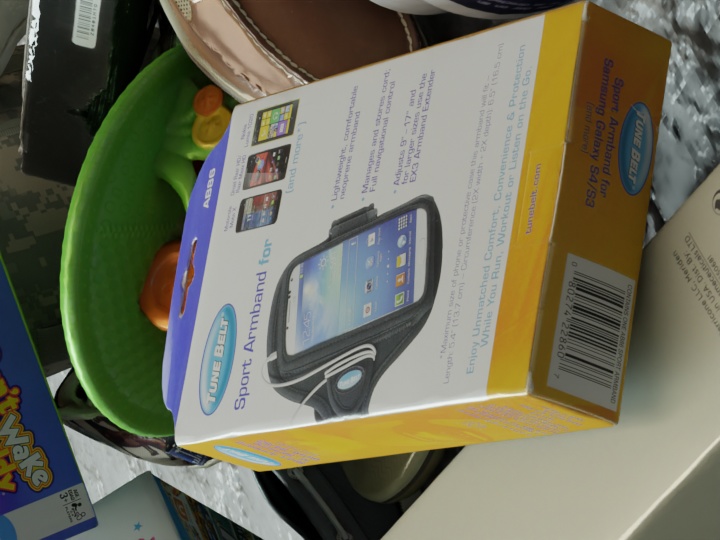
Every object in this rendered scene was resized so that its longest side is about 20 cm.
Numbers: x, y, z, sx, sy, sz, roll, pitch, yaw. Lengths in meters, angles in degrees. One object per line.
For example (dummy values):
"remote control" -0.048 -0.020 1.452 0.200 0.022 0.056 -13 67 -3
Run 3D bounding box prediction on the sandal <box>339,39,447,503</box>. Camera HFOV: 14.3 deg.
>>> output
"sandal" 0.000 -0.001 1.137 0.080 0.057 0.201 37 134 51

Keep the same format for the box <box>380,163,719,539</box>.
"box" 0.089 0.059 0.858 0.200 0.082 0.068 -49 53 31

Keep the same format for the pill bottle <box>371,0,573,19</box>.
"pill bottle" 0.055 -0.139 0.873 0.200 0.111 0.111 -21 84 66

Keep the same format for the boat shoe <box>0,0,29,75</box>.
"boat shoe" -0.158 -0.134 1.250 0.062 0.200 0.075 15 148 39

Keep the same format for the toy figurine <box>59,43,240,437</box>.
"toy figurine" 0.020 -0.019 1.016 0.184 0.150 0.200 13 78 31

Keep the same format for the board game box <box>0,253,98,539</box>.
"board game box" -0.175 0.046 1.165 0.200 0.045 0.135 -6 104 69

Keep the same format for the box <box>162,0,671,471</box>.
"box" 0.009 -0.004 0.885 0.200 0.041 0.119 -13 63 53

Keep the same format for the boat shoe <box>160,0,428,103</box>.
"boat shoe" -0.047 -0.127 0.992 0.200 0.076 0.072 49 165 25

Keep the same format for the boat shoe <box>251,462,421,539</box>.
"boat shoe" 0.005 0.155 1.208 0.073 0.062 0.200 -30 75 65

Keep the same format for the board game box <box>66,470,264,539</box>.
"board game box" -0.044 0.183 1.188 0.148 0.064 0.200 64 -168 27

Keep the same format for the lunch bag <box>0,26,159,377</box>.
"lunch bag" -0.124 -0.026 1.265 0.200 0.164 0.118 38 139 54

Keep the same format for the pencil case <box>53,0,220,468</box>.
"pencil case" -0.064 -0.022 1.147 0.078 0.089 0.200 10 82 27

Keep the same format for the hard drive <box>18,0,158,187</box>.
"hard drive" -0.093 -0.149 1.149 0.140 0.038 0.200 103 -178 -48

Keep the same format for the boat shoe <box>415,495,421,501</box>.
"boat shoe" 0.043 0.172 1.126 0.065 0.074 0.202 23 130 56
